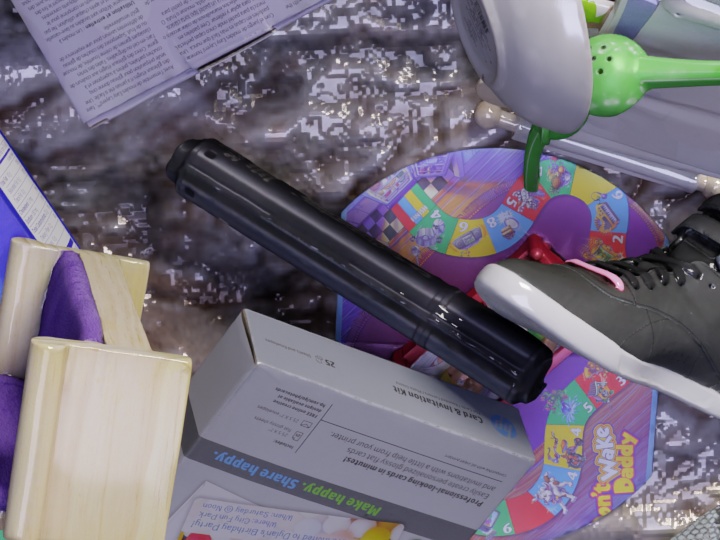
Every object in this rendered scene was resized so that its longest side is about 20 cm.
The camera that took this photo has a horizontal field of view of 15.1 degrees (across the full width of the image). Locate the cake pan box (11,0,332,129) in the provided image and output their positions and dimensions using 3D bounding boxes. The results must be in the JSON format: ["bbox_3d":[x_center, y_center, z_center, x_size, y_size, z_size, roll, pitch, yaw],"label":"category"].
[{"bbox_3d":[-0.094,-0.179,1.186,0.200,0.052,0.184,-25,99,34],"label":"cake pan box"}]

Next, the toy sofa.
[{"bbox_3d":[-0.133,0.046,1.135,0.097,0.200,0.083,9,101,-11],"label":"toy sofa"}]

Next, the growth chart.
[{"bbox_3d":[0.137,-0.082,1.197,0.145,0.200,0.018,21,66,-11],"label":"growth chart"}]

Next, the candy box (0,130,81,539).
[{"bbox_3d":[-0.201,0.044,1.271,0.169,0.077,0.200,-32,101,6],"label":"candy box"}]

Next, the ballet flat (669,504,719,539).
[{"bbox_3d":[0.218,0.132,1.294,0.200,0.072,0.072,-28,102,8],"label":"ballet flat"}]

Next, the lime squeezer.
[{"bbox_3d":[0.107,-0.075,1.178,0.071,0.200,0.038,3,75,-33],"label":"lime squeezer"}]

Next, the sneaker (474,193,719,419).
[{"bbox_3d":[0.136,0.001,1.233,0.200,0.071,0.099,22,96,-42],"label":"sneaker"}]

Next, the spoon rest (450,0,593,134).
[{"bbox_3d":[0.057,-0.152,1.123,0.061,0.099,0.200,-20,86,-12],"label":"spoon rest"}]

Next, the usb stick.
[{"bbox_3d":[0.000,0.000,1.245,0.200,0.055,0.033,32,98,9],"label":"usb stick"}]

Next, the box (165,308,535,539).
[{"bbox_3d":[-0.039,0.121,1.255,0.156,0.041,0.200,22,122,-29],"label":"box"}]

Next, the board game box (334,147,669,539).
[{"bbox_3d":[0.066,0.044,1.286,0.158,0.039,0.200,3,105,0],"label":"board game box"}]
